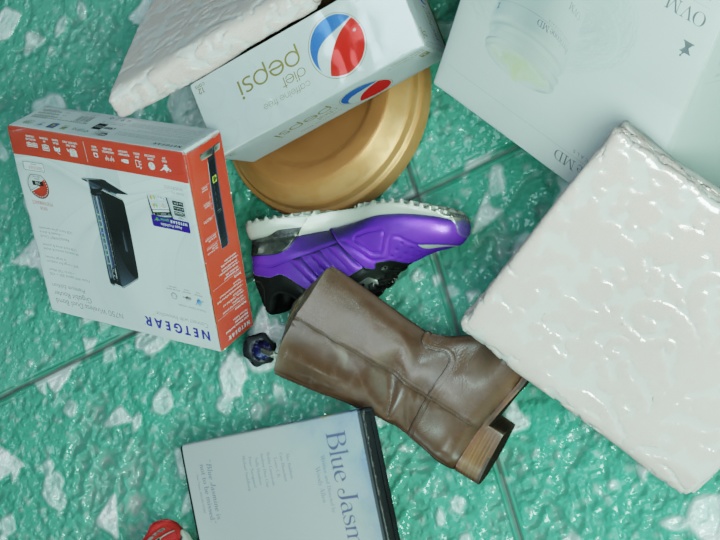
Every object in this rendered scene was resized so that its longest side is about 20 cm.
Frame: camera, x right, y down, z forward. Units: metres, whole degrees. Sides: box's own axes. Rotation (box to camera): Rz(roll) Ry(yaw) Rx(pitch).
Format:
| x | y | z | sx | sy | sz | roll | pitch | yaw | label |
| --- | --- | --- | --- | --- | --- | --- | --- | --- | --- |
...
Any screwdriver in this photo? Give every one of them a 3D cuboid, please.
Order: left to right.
| x | y | z | sx | sy | sz | roll | pitch | yaw | label |
| --- | --- | --- | --- | --- | --- | --- | --- | --- | --- |
| -0.073 | 0.066 | 1.050 | 0.028 | 0.200 | 0.029 | -17 | 95 | -8 | screwdriver |

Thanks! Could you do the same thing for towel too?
| x | y | z | sx | sy | sz | roll | pitch | yaw | label |
| --- | --- | --- | --- | --- | --- | --- | --- | --- | --- |
| -0.114 | -0.223 | 1.155 | 0.199 | 0.032 | 0.192 | -27 | 29 | 21 | towel |
| 0.195 | 0.029 | 0.899 | 0.199 | 0.032 | 0.192 | 37 | 121 | 2 | towel |

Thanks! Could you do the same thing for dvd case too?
| x | y | z | sx | sy | sz | roll | pitch | yaw | label |
| --- | --- | --- | --- | --- | --- | --- | --- | --- | --- |
| -0.055 | 0.192 | 1.059 | 0.199 | 0.017 | 0.144 | -16 | 84 | 37 | dvd case |

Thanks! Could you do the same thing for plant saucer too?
| x | y | z | sx | sy | sz | roll | pitch | yaw | label |
| --- | --- | --- | --- | --- | --- | --- | --- | --- | --- |
| -0.036 | -0.145 | 1.149 | 0.198 | 0.037 | 0.203 | -6 | 77 | 27 | plant saucer |

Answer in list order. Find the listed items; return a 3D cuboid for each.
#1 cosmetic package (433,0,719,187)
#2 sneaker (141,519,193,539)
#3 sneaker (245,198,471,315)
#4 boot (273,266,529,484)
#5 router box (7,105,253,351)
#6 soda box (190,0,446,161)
| x | y | z | sx | sy | sz | roll | pitch | yaw | label |
| --- | --- | --- | --- | --- | --- | --- | --- | --- | --- |
| 0.180 | -0.174 | 0.941 | 0.199 | 0.122 | 0.202 | 40 | 131 | 30 | cosmetic package |
| -0.206 | 0.287 | 1.142 | 0.200 | 0.077 | 0.085 | -43 | 42 | 13 | sneaker |
| 0.000 | 0.000 | 1.085 | 0.198 | 0.069 | 0.101 | -6 | 84 | 30 | sneaker |
| 0.043 | 0.036 | 1.022 | 0.199 | 0.064 | 0.188 | 29 | 96 | 15 | boot |
| -0.193 | -0.038 | 1.148 | 0.198 | 0.049 | 0.181 | 10 | 122 | 32 | router box |
| -0.033 | -0.160 | 1.086 | 0.199 | 0.064 | 0.069 | -26 | 81 | 23 | soda box |
